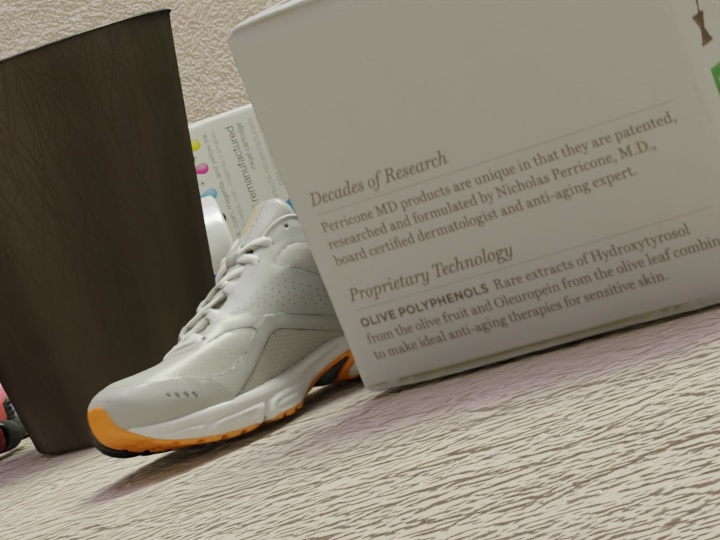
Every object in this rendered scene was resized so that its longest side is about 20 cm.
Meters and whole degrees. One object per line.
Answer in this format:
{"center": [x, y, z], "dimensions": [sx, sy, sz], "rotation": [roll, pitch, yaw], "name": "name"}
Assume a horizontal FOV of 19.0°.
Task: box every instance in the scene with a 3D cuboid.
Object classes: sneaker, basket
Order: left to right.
{"center": [-0.151, -0.016, 1.147], "dimensions": [0.179, 0.201, 0.136], "rotation": [-19, 5, 9], "name": "basket"}
{"center": [-0.050, 0.020, 0.975], "dimensions": [0.199, 0.093, 0.075], "rotation": [-23, 5, -41], "name": "sneaker"}

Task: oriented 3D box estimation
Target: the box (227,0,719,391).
{"center": [0.089, -0.078, 0.941], "dimensions": [0.199, 0.172, 0.199], "rotation": [-17, 11, 30], "name": "box"}

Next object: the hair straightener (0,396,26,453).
{"center": [-0.254, 0.103, 1.168], "dimensions": [0.077, 0.041, 0.200], "rotation": [-17, 5, 29], "name": "hair straightener"}

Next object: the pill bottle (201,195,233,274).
{"center": [-0.185, 0.016, 1.512], "dimensions": [0.199, 0.110, 0.109], "rotation": [-20, 4, -9], "name": "pill bottle"}

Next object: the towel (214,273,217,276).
{"center": [-0.081, 0.029, 1.288], "dimensions": [0.199, 0.050, 0.147], "rotation": [-15, 5, 45], "name": "towel"}

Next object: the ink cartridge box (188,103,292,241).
{"center": [-0.128, -0.034, 1.643], "dimensions": [0.199, 0.148, 0.145], "rotation": [-19, 4, 11], "name": "ink cartridge box"}

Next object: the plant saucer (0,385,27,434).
{"center": [-0.285, 0.103, 1.350], "dimensions": [0.198, 0.037, 0.200], "rotation": [-20, 4, -11], "name": "plant saucer"}
